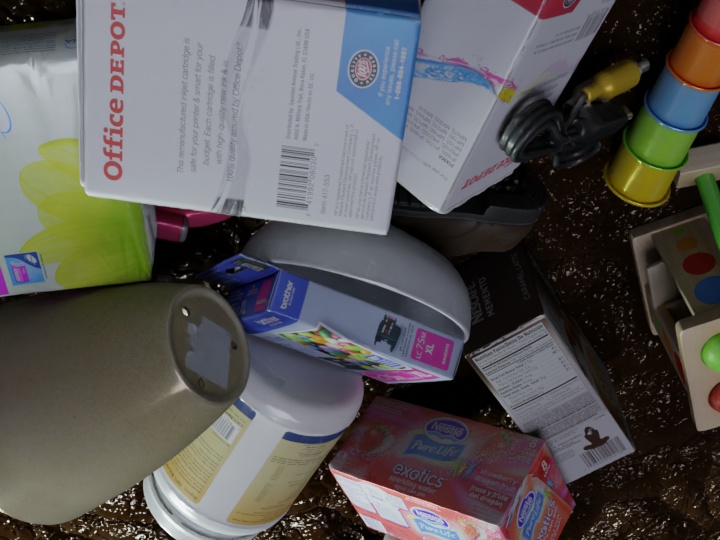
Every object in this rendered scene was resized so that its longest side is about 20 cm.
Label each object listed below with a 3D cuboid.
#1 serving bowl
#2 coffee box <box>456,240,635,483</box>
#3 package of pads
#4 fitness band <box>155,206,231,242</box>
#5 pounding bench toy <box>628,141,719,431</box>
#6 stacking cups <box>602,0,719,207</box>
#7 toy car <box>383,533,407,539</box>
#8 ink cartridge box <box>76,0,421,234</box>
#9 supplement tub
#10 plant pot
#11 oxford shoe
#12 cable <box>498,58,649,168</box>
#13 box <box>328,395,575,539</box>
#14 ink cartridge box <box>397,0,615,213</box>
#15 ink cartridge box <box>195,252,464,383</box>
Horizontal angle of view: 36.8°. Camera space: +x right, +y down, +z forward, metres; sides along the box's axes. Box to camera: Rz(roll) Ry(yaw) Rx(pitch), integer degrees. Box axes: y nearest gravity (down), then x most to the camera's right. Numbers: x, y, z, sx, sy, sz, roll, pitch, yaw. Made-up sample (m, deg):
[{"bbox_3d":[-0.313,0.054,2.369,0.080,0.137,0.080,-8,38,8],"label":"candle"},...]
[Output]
[{"bbox_3d":[0.000,0.000,0.880,0.197,0.067,0.200,16,166,4],"label":"serving bowl"},{"bbox_3d":[0.163,0.082,0.978,0.079,0.115,0.200,-28,125,15],"label":"coffee box"},{"bbox_3d":[-0.232,-0.078,0.786,0.152,0.069,0.202,-7,126,-4],"label":"package of pads"},{"bbox_3d":[-0.169,-0.097,0.844,0.198,0.038,0.145,14,124,-19],"label":"fitness band"},{"bbox_3d":[0.312,0.011,0.915,0.123,0.157,0.201,-18,128,7],"label":"pounding bench toy"},{"bbox_3d":[0.246,-0.141,0.830,0.060,0.061,0.201,3,137,-10],"label":"stacking cups"},{"bbox_3d":[0.089,0.339,1.117,0.198,0.150,0.176,-9,140,-43],"label":"toy car"},{"bbox_3d":[-0.068,-0.115,0.680,0.197,0.086,0.148,8,122,-1],"label":"ink cartridge box"},{"bbox_3d":[-0.101,0.143,0.969,0.143,0.145,0.201,21,122,-22],"label":"supplement tub"},{"bbox_3d":[-0.189,0.087,0.855,0.198,0.189,0.187,-20,130,30],"label":"plant pot"},{"bbox_3d":[0.049,-0.046,0.892,0.197,0.073,0.085,10,135,-11],"label":"oxford shoe"},{"bbox_3d":[0.144,-0.110,0.804,0.199,0.051,0.097,-19,158,-47],"label":"cable"},{"bbox_3d":[0.083,0.199,1.004,0.198,0.095,0.103,9,141,41],"label":"box"},{"bbox_3d":[0.098,-0.157,0.757,0.085,0.147,0.201,39,124,15],"label":"ink cartridge box"},{"bbox_3d":[-0.031,0.044,0.871,0.198,0.042,0.119,24,163,-21],"label":"ink cartridge box"}]
